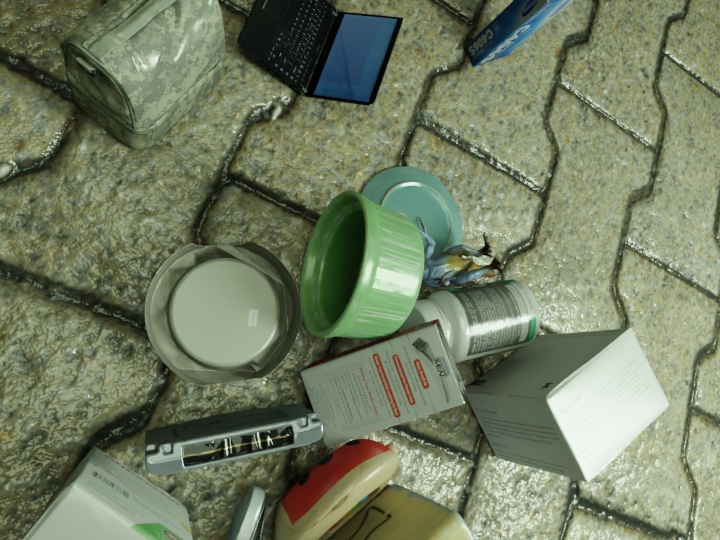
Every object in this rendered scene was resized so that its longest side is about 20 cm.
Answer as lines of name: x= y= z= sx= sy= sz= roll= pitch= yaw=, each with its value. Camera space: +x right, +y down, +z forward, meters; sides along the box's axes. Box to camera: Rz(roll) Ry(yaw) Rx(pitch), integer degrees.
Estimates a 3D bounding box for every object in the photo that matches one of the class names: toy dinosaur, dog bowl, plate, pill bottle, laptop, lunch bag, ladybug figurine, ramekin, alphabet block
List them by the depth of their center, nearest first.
alphabet block: x=0.053 y=0.427 z=0.657 sx=0.200 sy=0.195 sz=0.197 roll=-31 pitch=91 yaw=-23
lunch bag: x=-0.271 y=-0.283 z=0.669 sx=0.139 sy=0.168 sz=0.200 roll=42 pitch=68 yaw=-10
ladybug figurine: x=-0.035 y=0.292 z=0.686 sx=0.200 sy=0.136 sz=0.072 roll=-37 pitch=65 yaw=-13
dog bowl: x=-0.183 y=0.057 z=0.701 sx=0.199 sy=0.059 sz=0.201 roll=4 pitch=79 yaw=-22
ramekin: x=0.000 y=0.000 z=0.716 sx=0.097 sy=0.200 sz=0.201 roll=14 pitch=75 yaw=-27
laptop: x=-0.056 y=-0.371 z=0.804 sx=0.200 sy=0.103 sz=0.178 roll=31 pitch=68 yaw=-36
pill bottle: x=0.167 y=0.081 z=0.810 sx=0.199 sy=0.113 sz=0.114 roll=-8 pitch=83 yaw=-24
toy dinosaur: x=0.128 y=0.011 z=0.812 sx=0.181 sy=0.200 sz=0.105 roll=-20 pitch=54 yaw=7
plate: x=0.088 y=-0.079 z=0.856 sx=0.199 sy=0.026 sz=0.201 roll=4 pitch=79 yaw=-22

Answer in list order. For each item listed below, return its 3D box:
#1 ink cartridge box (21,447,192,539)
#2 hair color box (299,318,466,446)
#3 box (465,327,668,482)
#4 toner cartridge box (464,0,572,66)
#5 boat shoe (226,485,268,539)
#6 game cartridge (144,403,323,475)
ink cartridge box: x=-0.261 y=0.277 z=0.552 sx=0.145 sy=0.200 sz=0.088 roll=41 pitch=72 yaw=-11
hair color box: x=0.032 y=0.153 z=0.714 sx=0.199 sy=0.064 sz=0.111 roll=-21 pitch=88 yaw=13
box: x=0.306 y=0.194 z=0.798 sx=0.199 sy=0.199 sz=0.131 roll=-28 pitch=92 yaw=-24
toner cartridge box: x=0.278 y=-0.433 z=0.903 sx=0.095 sy=0.200 sz=0.043 roll=-28 pitch=93 yaw=-24
boat shoe: x=-0.140 y=0.377 z=0.650 sx=0.068 sy=0.074 sz=0.200 roll=18 pitch=74 yaw=-14
game cartridge: x=-0.159 y=0.203 z=0.643 sx=0.199 sy=0.133 sz=0.041 roll=-4 pitch=89 yaw=-22
